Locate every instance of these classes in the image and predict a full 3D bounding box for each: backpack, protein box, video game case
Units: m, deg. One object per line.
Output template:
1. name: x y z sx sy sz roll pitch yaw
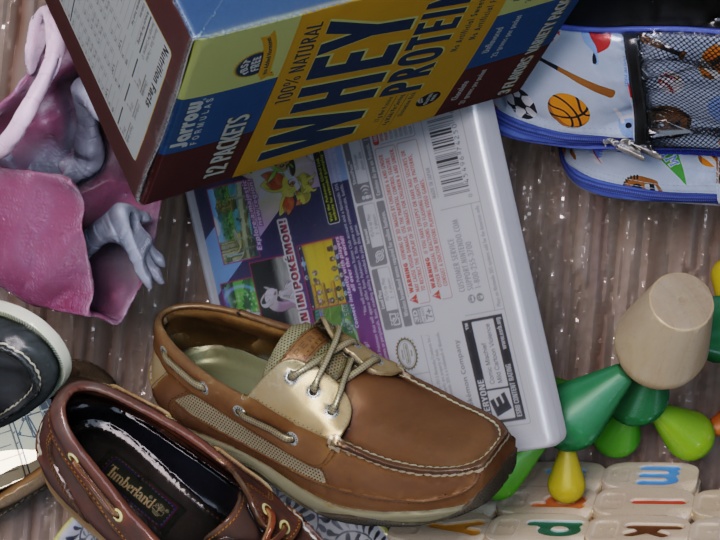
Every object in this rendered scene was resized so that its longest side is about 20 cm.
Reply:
1. backpack: 0.147 -0.127 0.942 0.190 0.200 0.154 10 127 16
2. protein box: -0.034 -0.168 0.813 0.198 0.135 0.200 -18 72 -24
3. video game case: 0.000 0.000 0.946 0.182 0.023 0.201 -12 92 33

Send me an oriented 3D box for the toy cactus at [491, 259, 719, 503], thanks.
1. toy cactus: 0.142 0.043 0.953 0.199 0.165 0.102 -17 66 -13

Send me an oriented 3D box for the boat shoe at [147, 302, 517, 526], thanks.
1. boat shoe: -0.024 0.063 0.901 0.076 0.199 0.074 -48 138 -41

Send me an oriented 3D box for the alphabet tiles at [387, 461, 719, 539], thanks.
1. alphabet tiles: 0.109 0.130 0.917 0.195 0.200 0.015 -1 102 13

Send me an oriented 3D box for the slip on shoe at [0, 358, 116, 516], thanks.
1. slip on shoe: -0.212 0.104 0.954 0.199 0.061 0.076 -22 92 -7

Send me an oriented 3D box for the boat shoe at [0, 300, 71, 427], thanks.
1. boat shoe: -0.226 0.063 0.898 0.199 0.066 0.075 -5 123 28

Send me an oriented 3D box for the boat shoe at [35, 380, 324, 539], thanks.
1. boat shoe: -0.068 0.125 0.885 0.200 0.070 0.070 34 59 3

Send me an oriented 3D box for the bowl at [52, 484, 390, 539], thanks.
1. bowl: -0.069 0.199 0.940 0.200 0.094 0.201 5 61 -9

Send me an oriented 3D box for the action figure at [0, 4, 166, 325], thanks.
1. action figure: -0.192 -0.026 0.908 0.199 0.149 0.134 -4 58 27
